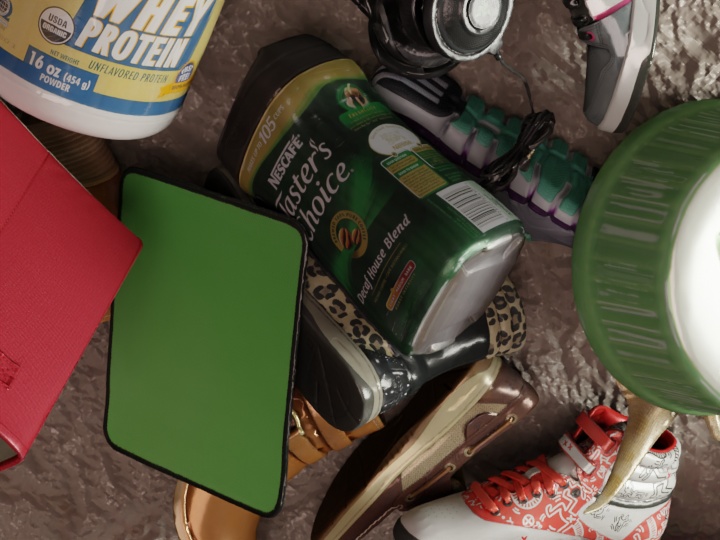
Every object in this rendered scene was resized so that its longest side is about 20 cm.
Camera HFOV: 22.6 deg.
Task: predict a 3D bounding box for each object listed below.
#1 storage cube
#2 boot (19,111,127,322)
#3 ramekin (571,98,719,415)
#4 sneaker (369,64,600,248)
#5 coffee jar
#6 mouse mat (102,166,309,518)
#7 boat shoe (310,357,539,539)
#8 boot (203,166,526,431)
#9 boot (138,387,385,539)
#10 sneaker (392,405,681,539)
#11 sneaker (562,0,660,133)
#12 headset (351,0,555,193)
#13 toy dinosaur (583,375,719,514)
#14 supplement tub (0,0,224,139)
[{"bbox_3d":[-0.267,0.013,1.074,0.199,0.180,0.171,-23,121,40],"label":"storage cube"},{"bbox_3d":[-0.247,-0.027,1.213,0.199,0.077,0.156,-13,117,6],"label":"boot"},{"bbox_3d":[0.238,-0.003,1.100,0.199,0.098,0.201,-3,97,-20],"label":"ramekin"},{"bbox_3d":[0.082,-0.053,1.166,0.199,0.074,0.088,34,123,3],"label":"sneaker"},{"bbox_3d":[0.000,-0.050,1.103,0.200,0.085,0.105,45,133,22],"label":"coffee jar"},{"bbox_3d":[-0.102,0.045,1.154,0.160,0.008,0.201,19,113,34],"label":"mouse mat"},{"bbox_3d":[0.044,0.137,1.246,0.072,0.072,0.200,37,110,-13],"label":"boat shoe"},{"bbox_3d":[0.000,0.002,1.180,0.204,0.153,0.074,54,143,26],"label":"boot"},{"bbox_3d":[-0.056,0.125,1.240,0.154,0.077,0.201,-16,94,6],"label":"boot"},{"bbox_3d":[0.123,0.142,1.217,0.200,0.067,0.108,4,114,-22],"label":"sneaker"},{"bbox_3d":[0.121,-0.185,1.087,0.120,0.084,0.201,5,106,-1],"label":"sneaker"},{"bbox_3d":[0.040,-0.144,1.084,0.200,0.123,0.094,44,76,-11],"label":"headset"},{"bbox_3d":[0.208,0.077,1.192,0.101,0.058,0.201,20,82,-6],"label":"toy dinosaur"},{"bbox_3d":[-0.145,-0.196,1.080,0.144,0.145,0.201,23,114,-4],"label":"supplement tub"}]
